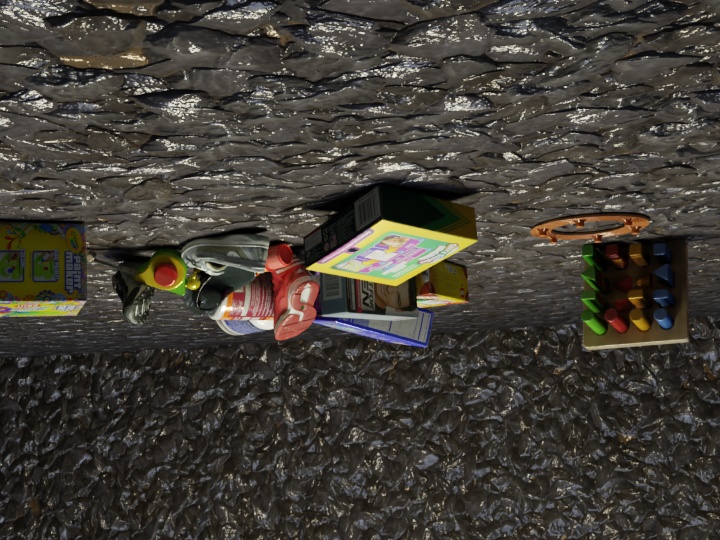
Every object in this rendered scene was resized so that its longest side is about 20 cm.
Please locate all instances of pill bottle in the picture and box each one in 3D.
[{"bbox_3d":[-0.201,0.044,1.877,0.199,0.110,0.109,2,170,-28],"label":"pill bottle"},{"bbox_3d":[-0.224,0.075,2.049,0.115,0.117,0.199,4,170,-37],"label":"pill bottle"}]

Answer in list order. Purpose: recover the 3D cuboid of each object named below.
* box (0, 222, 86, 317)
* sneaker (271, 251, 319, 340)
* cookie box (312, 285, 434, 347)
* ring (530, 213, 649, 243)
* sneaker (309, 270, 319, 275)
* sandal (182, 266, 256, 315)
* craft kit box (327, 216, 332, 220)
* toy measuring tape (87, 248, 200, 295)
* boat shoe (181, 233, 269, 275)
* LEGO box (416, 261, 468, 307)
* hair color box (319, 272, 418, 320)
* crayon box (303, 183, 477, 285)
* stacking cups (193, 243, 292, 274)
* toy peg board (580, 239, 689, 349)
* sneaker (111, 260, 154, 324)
[{"bbox_3d":[-0.531,0.001,1.471,0.191,0.123,0.200,0,171,-21],"label":"box"},{"bbox_3d":[-0.135,0.038,1.778,0.078,0.116,0.200,-12,149,-30],"label":"sneaker"},{"bbox_3d":[0.014,0.087,1.825,0.199,0.076,0.171,17,172,-24],"label":"cookie box"},{"bbox_3d":[0.392,-0.069,1.622,0.199,0.019,0.200,-2,171,0],"label":"ring"},{"bbox_3d":[0.000,0.000,1.739,0.199,0.084,0.081,1,171,-18],"label":"sneaker"},{"bbox_3d":[-0.261,0.031,1.689,0.075,0.048,0.200,40,132,-16],"label":"sandal"},{"bbox_3d":[0.042,-0.052,1.552,0.196,0.049,0.200,1,171,-2],"label":"craft kit box"},{"bbox_3d":[-0.372,-0.016,1.651,0.199,0.074,0.074,20,167,-11],"label":"toy measuring tape"},{"bbox_3d":[-0.230,-0.021,1.590,0.201,0.065,0.074,-6,170,40],"label":"boat shoe"},{"bbox_3d":[0.119,0.029,1.976,0.148,0.078,0.200,-8,170,29],"label":"LEGO box"},{"bbox_3d":[0.016,0.031,1.623,0.060,0.100,0.199,-9,170,38],"label":"hair color box"},{"bbox_3d":[0.042,-0.046,1.377,0.172,0.059,0.200,10,155,-34],"label":"crayon box"},{"bbox_3d":[-0.209,-0.015,1.704,0.199,0.061,0.060,-14,167,32],"label":"stacking cups"},{"bbox_3d":[0.507,0.034,1.789,0.198,0.201,0.098,-8,155,32],"label":"toy peg board"},{"bbox_3d":[-0.412,0.038,1.702,0.079,0.074,0.200,9,-160,-11],"label":"sneaker"}]
